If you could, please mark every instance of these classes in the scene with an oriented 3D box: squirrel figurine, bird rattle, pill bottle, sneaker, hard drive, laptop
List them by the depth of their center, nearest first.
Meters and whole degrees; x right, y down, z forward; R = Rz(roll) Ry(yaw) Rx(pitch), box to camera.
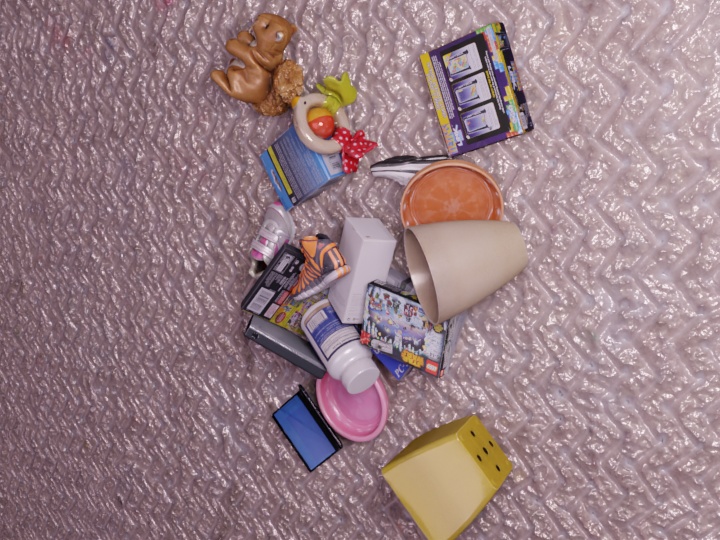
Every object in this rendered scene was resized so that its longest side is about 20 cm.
[{"bbox_3d":[0.105,-0.166,1.598,0.198,0.075,0.117,6,114,40],"label":"sneaker"},{"bbox_3d":[-0.066,-0.293,1.638,0.112,0.161,0.204,-14,87,56],"label":"bird rattle"},{"bbox_3d":[-0.098,-0.014,1.693,0.199,0.077,0.113,-32,83,49],"label":"sneaker"},{"bbox_3d":[-0.191,-0.439,1.709,0.200,0.142,0.187,45,116,-2],"label":"squirrel figurine"},{"bbox_3d":[-0.041,0.167,1.755,0.201,0.110,0.112,54,130,33],"label":"pill bottle"},{"bbox_3d":[-0.165,0.168,1.812,0.198,0.140,0.033,31,97,-8],"label":"hard drive"},{"bbox_3d":[-0.210,-0.059,1.852,0.080,0.088,0.203,23,117,28],"label":"sneaker"},{"bbox_3d":[-0.132,0.383,1.926,0.178,0.103,0.200,53,170,9],"label":"laptop"}]

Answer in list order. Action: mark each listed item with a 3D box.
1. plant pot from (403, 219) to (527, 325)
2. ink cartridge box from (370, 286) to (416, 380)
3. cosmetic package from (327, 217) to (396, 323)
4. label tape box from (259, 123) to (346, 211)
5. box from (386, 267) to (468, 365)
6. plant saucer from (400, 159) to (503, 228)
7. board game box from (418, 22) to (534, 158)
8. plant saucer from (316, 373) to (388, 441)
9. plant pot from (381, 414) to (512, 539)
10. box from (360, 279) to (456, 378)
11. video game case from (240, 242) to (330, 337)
[{"bbox_3d":[0.203,-0.017,1.492,0.187,0.197,0.191,164,90,-82],"label":"plant pot"},{"bbox_3d":[0.107,0.125,1.660,0.094,0.044,0.201,45,126,17],"label":"ink cartridge box"},{"bbox_3d":[0.000,0.000,1.698,0.108,0.083,0.203,-124,43,-52],"label":"cosmetic package"},{"bbox_3d":[-0.126,-0.233,1.746,0.199,0.066,0.145,-28,88,54],"label":"label tape box"},{"bbox_3d":[0.117,0.109,1.700,0.198,0.041,0.158,29,120,26],"label":"box"},{"bbox_3d":[0.175,-0.122,1.538,0.196,0.033,0.203,3,126,4],"label":"plant saucer"},{"bbox_3d":[0.213,-0.330,1.480,0.164,0.056,0.203,-12,98,40],"label":"board game box"},{"bbox_3d":[-0.012,0.292,1.847,0.198,0.051,0.204,13,112,33],"label":"plant saucer"},{"bbox_3d":[0.196,0.418,1.657,0.176,0.199,0.201,-42,79,26],"label":"plant pot"},{"bbox_3d":[0.094,0.115,1.612,0.198,0.040,0.139,21,115,32],"label":"box"},{"bbox_3d":[-0.144,0.048,1.794,0.179,0.026,0.201,25,121,-25],"label":"video game case"}]
